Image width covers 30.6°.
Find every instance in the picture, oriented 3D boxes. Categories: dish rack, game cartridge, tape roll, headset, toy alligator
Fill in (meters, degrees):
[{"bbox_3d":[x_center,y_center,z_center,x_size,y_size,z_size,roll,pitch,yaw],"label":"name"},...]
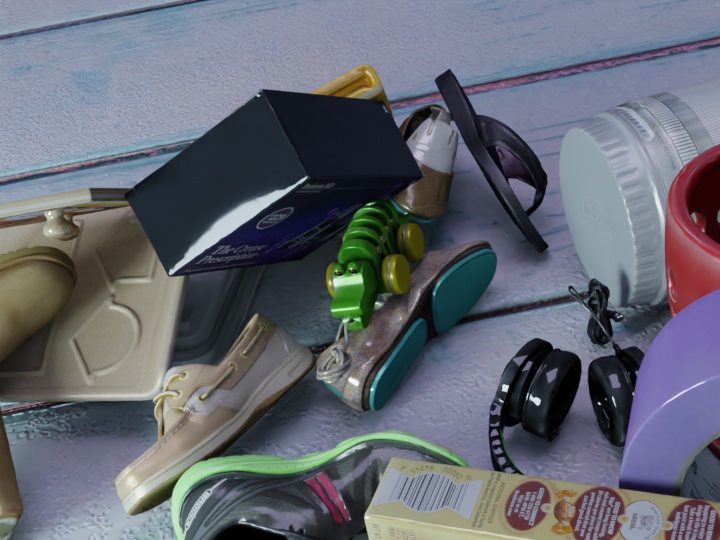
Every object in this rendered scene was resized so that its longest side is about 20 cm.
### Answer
[{"bbox_3d":[-0.178,0.018,1.119,0.171,0.044,0.200,-1,35,12],"label":"dish rack"},{"bbox_3d":[-0.056,-0.113,1.155,0.176,0.033,0.200,-29,-2,3],"label":"game cartridge"},{"bbox_3d":[0.249,0.106,0.738,0.199,0.201,0.085,3,36,18],"label":"tape roll"},{"bbox_3d":[0.157,0.092,0.920,0.123,0.094,0.201,4,51,13],"label":"headset"},{"bbox_3d":[0.000,0.000,0.986,0.059,0.054,0.200,-7,33,26],"label":"toy alligator"}]

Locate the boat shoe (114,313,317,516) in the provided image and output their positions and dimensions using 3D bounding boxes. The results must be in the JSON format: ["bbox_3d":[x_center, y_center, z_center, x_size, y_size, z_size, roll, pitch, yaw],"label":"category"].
[{"bbox_3d":[-0.114,0.097,0.940,0.069,0.074,0.200,47,42,3],"label":"boat shoe"}]

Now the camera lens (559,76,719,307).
[{"bbox_3d":[0.274,-0.067,1.023,0.199,0.161,0.160,-15,34,-9],"label":"camera lens"}]

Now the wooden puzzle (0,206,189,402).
[{"bbox_3d":[-0.223,0.028,1.042,0.199,0.046,0.186,-5,53,16],"label":"wooden puzzle"}]

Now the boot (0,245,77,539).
[{"bbox_3d":[-0.263,0.099,0.937,0.175,0.066,0.200,-31,50,10],"label":"boot"}]

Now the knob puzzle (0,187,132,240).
[{"bbox_3d":[-0.266,-0.030,0.976,0.218,0.031,0.220,-10,3,0],"label":"knob puzzle"}]

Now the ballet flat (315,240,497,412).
[{"bbox_3d":[0.033,0.029,1.022,0.067,0.068,0.200,22,43,26],"label":"ballet flat"}]

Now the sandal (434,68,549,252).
[{"bbox_3d":[0.123,-0.106,1.145,0.048,0.075,0.201,-30,59,10],"label":"sandal"}]

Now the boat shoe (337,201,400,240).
[{"bbox_3d":[0.006,-0.057,1.164,0.073,0.063,0.200,-15,34,-8],"label":"boat shoe"}]

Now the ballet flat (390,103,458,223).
[{"bbox_3d":[0.061,-0.108,1.183,0.068,0.073,0.200,28,21,-5],"label":"ballet flat"}]

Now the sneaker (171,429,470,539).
[{"bbox_3d":[-0.022,0.160,0.858,0.199,0.077,0.084,-11,52,2],"label":"sneaker"}]

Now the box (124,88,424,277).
[{"bbox_3d":[-0.059,-0.066,1.005,0.141,0.079,0.200,-36,-11,25],"label":"box"}]

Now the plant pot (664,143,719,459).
[{"bbox_3d":[0.302,0.026,0.857,0.199,0.183,0.201,-7,34,5],"label":"plant pot"}]

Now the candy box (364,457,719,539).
[{"bbox_3d":[0.109,0.177,0.744,0.199,0.116,0.055,5,37,21],"label":"candy box"}]
